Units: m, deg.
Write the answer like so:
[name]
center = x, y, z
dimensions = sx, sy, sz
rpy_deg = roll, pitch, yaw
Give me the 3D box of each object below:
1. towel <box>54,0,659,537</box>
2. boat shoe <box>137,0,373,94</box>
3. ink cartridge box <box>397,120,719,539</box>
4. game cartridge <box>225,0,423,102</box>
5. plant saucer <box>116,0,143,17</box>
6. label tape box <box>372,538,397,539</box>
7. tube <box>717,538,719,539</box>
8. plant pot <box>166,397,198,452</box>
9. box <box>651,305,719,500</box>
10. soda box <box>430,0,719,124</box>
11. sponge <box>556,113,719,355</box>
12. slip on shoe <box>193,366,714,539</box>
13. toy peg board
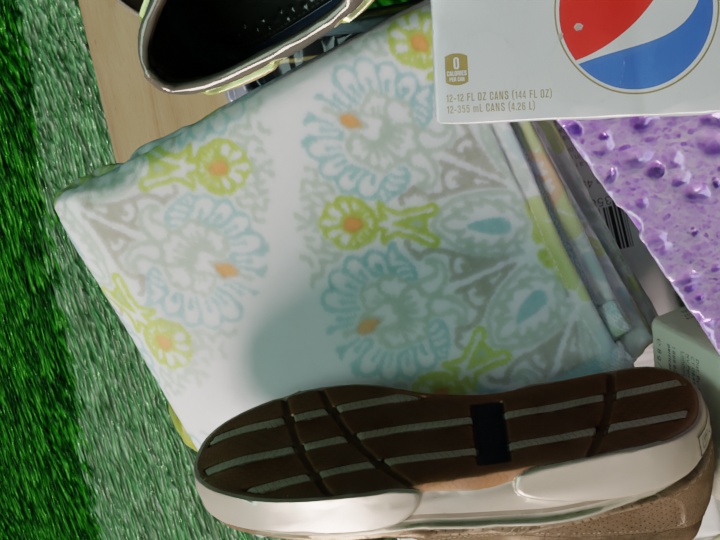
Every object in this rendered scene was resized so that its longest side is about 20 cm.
[towel]
center = 0.000, 0.000, 0.734
dimensions = 0.172, 0.199, 0.048
rpy_deg = 61, -165, -11
[boat shoe]
center = -0.009, -0.129, 0.663
dimensions = 0.072, 0.060, 0.201
rpy_deg = 47, 129, -11
[ink cartridge box]
center = 0.073, 0.023, 0.797
dimensions = 0.083, 0.145, 0.202
rpy_deg = -35, -68, -72
[game cartridge]
center = 0.028, -0.107, 0.841
dimensions = 0.199, 0.132, 0.041
rpy_deg = 7, 106, 60
[plant saucer]
center = -0.073, -0.214, 0.853
dimensions = 0.199, 0.032, 0.202
rpy_deg = 11, 108, 37
[label tape box]
center = 0.040, 0.253, 1.145
dimensions = 0.199, 0.063, 0.145
rpy_deg = 33, 136, 41
[tube]
center = 0.156, 0.142, 0.832
dimensions = 0.200, 0.058, 0.052
rpy_deg = -11, 61, 63
[plant pot]
center = -0.011, 0.019, 0.932
dimensions = 0.200, 0.183, 0.202
rpy_deg = 164, 90, -74
[box]
center = 0.194, 0.065, 0.649
dimensions = 0.200, 0.082, 0.069
rpy_deg = 33, 135, 59
[soda box]
center = 0.123, -0.084, 0.563
dimensions = 0.064, 0.198, 0.069
rpy_deg = -23, -69, -70
[sponge]
center = 0.125, -0.064, 0.614
dimensions = 0.201, 0.111, 0.030
rpy_deg = 55, -160, 5
[slip on shoe]
center = 0.036, 0.082, 0.698
dimensions = 0.076, 0.198, 0.061
rpy_deg = -89, -11, -57
[toy peg board]
center = -0.083, -0.170, 1.142
dimensions = 0.198, 0.097, 0.202
rpy_deg = 3, 110, 50
